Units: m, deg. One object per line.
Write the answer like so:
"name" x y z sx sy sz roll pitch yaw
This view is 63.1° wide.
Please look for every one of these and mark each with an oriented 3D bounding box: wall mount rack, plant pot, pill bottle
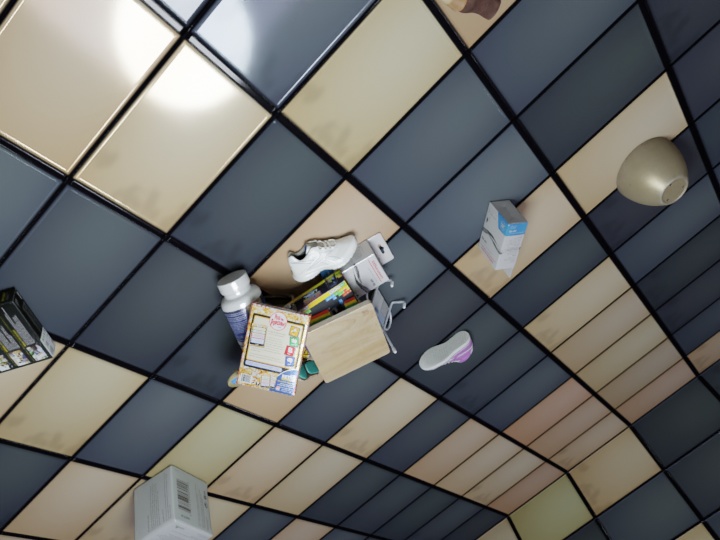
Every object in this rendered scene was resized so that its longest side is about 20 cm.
"wall mount rack" 0.073 0.131 1.700 0.073 0.176 0.201 0 144 27
"plant pot" 0.888 -0.272 1.742 0.196 0.135 0.203 -12 131 -14
"pill bottle" -0.294 0.107 1.524 0.109 0.111 0.203 -22 111 -4

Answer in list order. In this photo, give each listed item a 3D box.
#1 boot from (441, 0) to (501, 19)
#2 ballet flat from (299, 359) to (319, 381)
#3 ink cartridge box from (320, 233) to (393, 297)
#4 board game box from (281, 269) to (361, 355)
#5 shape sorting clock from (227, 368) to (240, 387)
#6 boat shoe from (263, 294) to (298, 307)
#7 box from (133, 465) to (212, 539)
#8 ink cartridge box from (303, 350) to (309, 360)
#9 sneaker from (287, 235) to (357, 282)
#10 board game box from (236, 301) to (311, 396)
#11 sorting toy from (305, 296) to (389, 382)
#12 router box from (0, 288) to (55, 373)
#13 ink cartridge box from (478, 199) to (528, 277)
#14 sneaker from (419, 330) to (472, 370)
"boot" 0.252 -0.637 1.216 0.164 0.073 0.203 -3 129 -37
"ballet flat" -0.175 0.287 1.637 0.066 0.069 0.200 -31 160 12
"ink cartridge box" 0.000 0.000 1.623 0.198 0.068 0.117 -32 133 4
"board game box" -0.096 0.118 1.588 0.198 0.057 0.166 -33 128 3
"shape sorting clock" -0.267 0.254 1.577 0.197 0.040 0.201 -28 160 -11
"boat shoe" -0.190 0.099 1.622 0.195 0.073 0.066 1 133 -17
"box" -0.618 0.799 1.931 0.170 0.201 0.201 -32 134 6
"ink cartridge box" -0.209 0.243 1.725 0.173 0.084 0.202 11 122 -31
"sneaker" -0.100 -0.043 1.543 0.197 0.075 0.088 -27 129 -1
"board game box" -0.214 0.193 1.453 0.148 0.046 0.205 13 92 0
"sorting toy" -0.043 0.176 1.570 0.197 0.070 0.201 -25 130 -4
"router box" -0.841 0.148 1.385 0.146 0.051 0.203 -16 132 -8
"ink cartridge box" 0.405 -0.085 1.698 0.065 0.117 0.203 -8 130 -17
"sneaker" 0.301 0.301 2.010 0.198 0.073 0.115 -28 137 1
